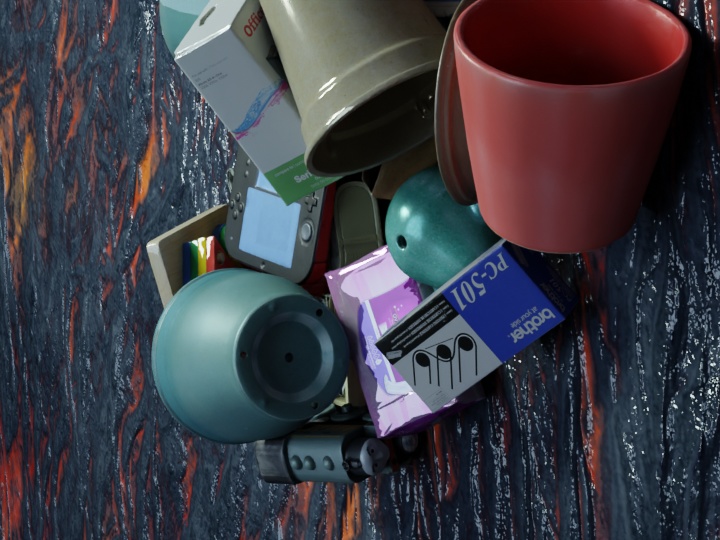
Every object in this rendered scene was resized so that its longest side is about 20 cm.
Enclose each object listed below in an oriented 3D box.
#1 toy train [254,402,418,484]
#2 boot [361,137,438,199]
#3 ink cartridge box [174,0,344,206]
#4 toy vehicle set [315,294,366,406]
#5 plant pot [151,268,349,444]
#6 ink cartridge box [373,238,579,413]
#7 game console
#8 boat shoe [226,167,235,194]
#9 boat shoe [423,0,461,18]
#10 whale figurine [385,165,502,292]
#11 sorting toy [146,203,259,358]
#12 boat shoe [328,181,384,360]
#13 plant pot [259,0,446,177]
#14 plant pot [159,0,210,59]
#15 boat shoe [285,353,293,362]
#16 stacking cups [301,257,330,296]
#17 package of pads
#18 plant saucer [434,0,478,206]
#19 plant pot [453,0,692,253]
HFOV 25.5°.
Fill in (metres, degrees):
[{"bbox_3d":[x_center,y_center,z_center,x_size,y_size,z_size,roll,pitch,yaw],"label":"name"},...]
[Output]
[{"bbox_3d":[-0.029,0.205,1.833,0.199,0.114,0.086,-3,105,44],"label":"toy train"},{"bbox_3d":[0.062,-0.146,1.663,0.074,0.075,0.201,62,143,34],"label":"boot"},{"bbox_3d":[-0.085,-0.194,1.650,0.087,0.146,0.200,-25,115,32],"label":"ink cartridge box"},{"bbox_3d":[-0.040,0.057,1.935,0.124,0.026,0.202,12,107,59],"label":"toy vehicle set"},{"bbox_3d":[-0.107,0.093,1.743,0.188,0.198,0.202,-8,91,65],"label":"plant pot"},{"bbox_3d":[0.110,0.051,1.551,0.094,0.044,0.200,48,129,-1],"label":"ink cartridge box"},{"bbox_3d":[-0.093,-0.084,1.842,0.199,0.031,0.179,21,108,53],"label":"game console"},{"bbox_3d":[-0.126,-0.056,1.971,0.201,0.070,0.073,-110,20,-47],"label":"boat shoe"},{"bbox_3d":[0.058,-0.302,1.643,0.199,0.072,0.073,16,106,47],"label":"boat shoe"},{"bbox_3d":[0.100,-0.016,1.598,0.200,0.103,0.160,51,138,30],"label":"whale figurine"},{"bbox_3d":[-0.167,0.030,2.002,0.069,0.200,0.201,-10,102,24],"label":"sorting toy"},{"bbox_3d":[0.000,0.000,1.814,0.068,0.074,0.202,-63,-26,-88],"label":"boat shoe"},{"bbox_3d":[-0.003,-0.222,1.555,0.185,0.199,0.201,63,146,15],"label":"plant pot"},{"bbox_3d":[-0.100,-0.297,1.793,0.160,0.200,0.202,23,119,33],"label":"plant pot"},{"bbox_3d":[-0.110,0.105,1.937,0.084,0.068,0.202,-90,-17,-81],"label":"boat shoe"},{"bbox_3d":[-0.062,-0.068,1.881,0.060,0.060,0.202,-37,58,57],"label":"stacking cups"},{"bbox_3d":[0.049,0.069,1.706,0.120,0.075,0.202,-28,73,30],"label":"package of pads"},{"bbox_3d":[0.117,-0.159,1.478,0.029,0.200,0.202,7,106,24],"label":"plant saucer"},{"bbox_3d":[0.176,-0.126,1.372,0.200,0.199,0.179,45,144,46],"label":"plant pot"}]
